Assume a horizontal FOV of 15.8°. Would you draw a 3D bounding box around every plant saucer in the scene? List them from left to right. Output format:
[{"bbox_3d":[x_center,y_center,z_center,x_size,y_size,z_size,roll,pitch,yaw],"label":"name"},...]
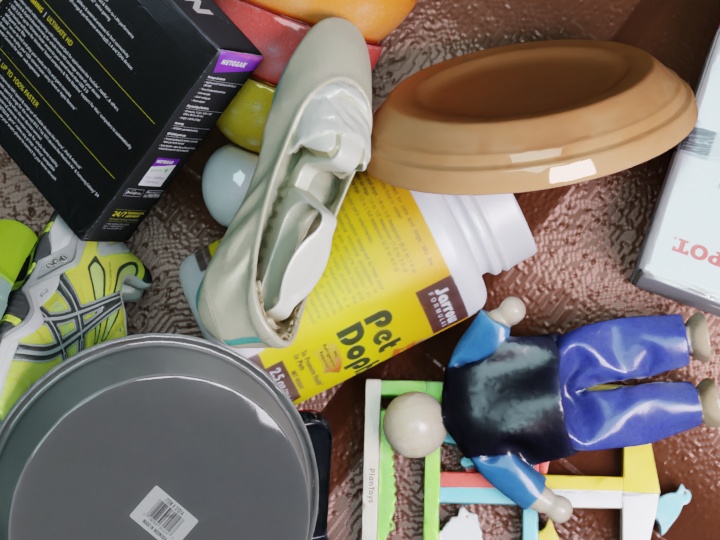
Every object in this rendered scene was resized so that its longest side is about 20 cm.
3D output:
[{"bbox_3d":[0.096,-0.094,1.505,0.198,0.200,0.038,-8,109,1],"label":"plant saucer"}]

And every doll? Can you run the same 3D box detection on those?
[{"bbox_3d":[0.112,0.081,1.535,0.198,0.048,0.138,-9,93,1],"label":"doll"}]

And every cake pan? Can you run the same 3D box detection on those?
[{"bbox_3d":[-0.115,0.137,1.450,0.199,0.037,0.202,-4,103,-16],"label":"cake pan"}]

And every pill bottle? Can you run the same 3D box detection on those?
[{"bbox_3d":[0.000,0.000,1.540,0.199,0.109,0.110,-27,83,0],"label":"pill bottle"}]

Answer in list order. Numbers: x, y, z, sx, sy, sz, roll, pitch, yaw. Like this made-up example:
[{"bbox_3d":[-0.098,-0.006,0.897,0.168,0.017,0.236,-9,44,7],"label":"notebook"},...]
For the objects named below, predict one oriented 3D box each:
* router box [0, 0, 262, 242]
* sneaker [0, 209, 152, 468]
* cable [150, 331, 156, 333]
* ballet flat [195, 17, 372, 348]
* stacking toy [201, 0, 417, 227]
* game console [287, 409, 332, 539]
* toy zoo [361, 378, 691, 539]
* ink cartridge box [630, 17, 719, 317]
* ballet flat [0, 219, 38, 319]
[{"bbox_3d":[-0.170,-0.138,1.542,0.200,0.051,0.149,48,113,22],"label":"router box"},{"bbox_3d":[-0.176,0.044,1.507,0.076,0.075,0.201,28,49,-9],"label":"sneaker"},{"bbox_3d":[-0.134,0.136,1.577,0.096,0.050,0.202,-8,96,-16],"label":"cable"},{"bbox_3d":[-0.028,-0.047,1.463,0.069,0.069,0.201,20,83,4],"label":"ballet flat"},{"bbox_3d":[-0.050,-0.121,1.554,0.145,0.146,0.201,20,96,4],"label":"stacking toy"},{"bbox_3d":[-0.100,0.192,1.496,0.198,0.173,0.119,-11,47,-15],"label":"game console"},{"bbox_3d":[0.100,0.133,1.566,0.198,0.020,0.132,1,84,2],"label":"toy zoo"},{"bbox_3d":[0.261,-0.063,1.549,0.143,0.084,0.201,20,83,4],"label":"ink cartridge box"},{"bbox_3d":[-0.231,0.065,1.564,0.066,0.067,0.202,11,84,6],"label":"ballet flat"}]
